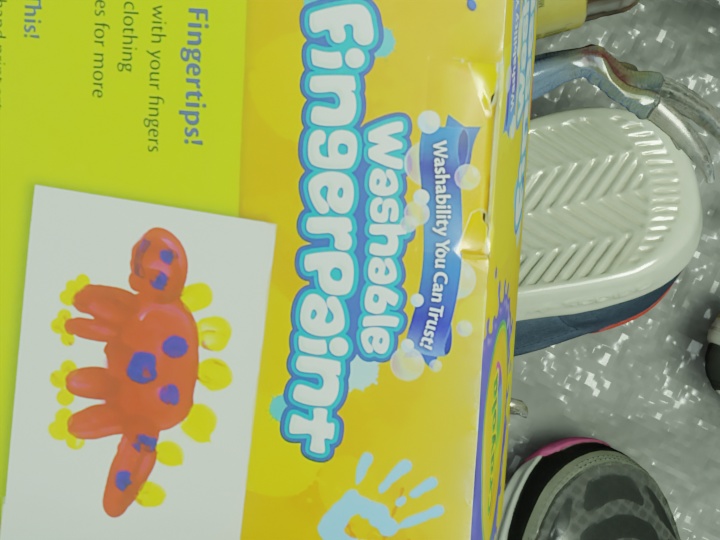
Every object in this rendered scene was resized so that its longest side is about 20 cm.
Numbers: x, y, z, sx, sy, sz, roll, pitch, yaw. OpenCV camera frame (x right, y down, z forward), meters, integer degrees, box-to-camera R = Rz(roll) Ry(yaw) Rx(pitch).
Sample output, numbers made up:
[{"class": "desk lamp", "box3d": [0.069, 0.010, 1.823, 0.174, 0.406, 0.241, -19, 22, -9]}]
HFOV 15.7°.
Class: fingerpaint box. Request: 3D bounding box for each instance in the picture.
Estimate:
[{"class": "fingerpaint box", "box3d": [-0.045, -0.037, 0.588, 0.166, 0.073, 0.201, 4, 103, 8]}]

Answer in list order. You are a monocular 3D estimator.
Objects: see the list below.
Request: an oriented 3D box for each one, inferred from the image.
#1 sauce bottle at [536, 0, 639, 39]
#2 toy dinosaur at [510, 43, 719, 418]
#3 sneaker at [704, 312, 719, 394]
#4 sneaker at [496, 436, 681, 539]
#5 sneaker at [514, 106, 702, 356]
[{"class": "sauce bottle", "box3d": [-0.018, -0.079, 0.762, 0.199, 0.065, 0.065, -18, 97, -6]}, {"class": "toy dinosaur", "box3d": [0.024, -0.051, 0.648, 0.199, 0.105, 0.182, -13, 121, -39]}, {"class": "sneaker", "box3d": [0.174, 0.092, 0.797, 0.200, 0.076, 0.088, 39, 90, -8]}, {"class": "sneaker", "box3d": [0.089, 0.145, 0.764, 0.073, 0.087, 0.201, 2, 76, -31]}, {"class": "sneaker", "box3d": [0.000, 0.000, 0.767, 0.199, 0.085, 0.075, -1, 73, 6]}]
